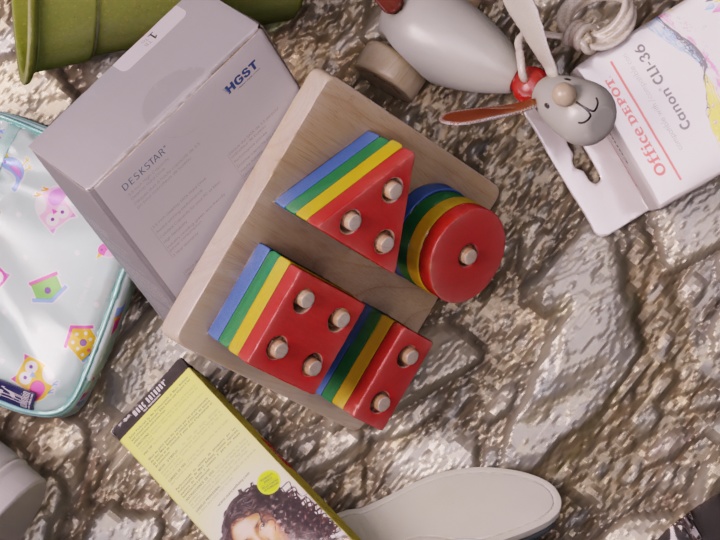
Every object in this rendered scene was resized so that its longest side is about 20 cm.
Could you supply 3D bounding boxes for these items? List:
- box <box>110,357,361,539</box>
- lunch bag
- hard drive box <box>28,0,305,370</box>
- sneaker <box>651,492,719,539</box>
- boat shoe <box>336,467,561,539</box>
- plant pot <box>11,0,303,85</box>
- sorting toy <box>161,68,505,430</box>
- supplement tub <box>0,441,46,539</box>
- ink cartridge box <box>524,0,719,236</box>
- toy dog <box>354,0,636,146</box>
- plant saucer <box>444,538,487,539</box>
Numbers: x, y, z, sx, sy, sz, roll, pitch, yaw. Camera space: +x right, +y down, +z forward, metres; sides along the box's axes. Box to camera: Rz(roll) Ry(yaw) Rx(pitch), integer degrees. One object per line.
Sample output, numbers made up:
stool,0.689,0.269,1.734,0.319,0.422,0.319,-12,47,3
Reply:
box,-0.078,0.153,1.635,0.075,0.050,0.200,-47,62,1
lunch bag,-0.236,-0.002,1.664,0.160,0.077,0.200,22,90,1
hard drive box,-0.097,-0.058,1.592,0.156,0.200,0.077,-44,46,-12
sneaker,0.211,0.250,1.669,0.200,0.075,0.106,-42,77,1
boat shoe,0.043,0.192,1.679,0.200,0.073,0.062,-15,133,-6
plant pot,-0.137,-0.227,1.624,0.190,0.200,0.201,-3,90,-12
sorting toy,0.000,0.000,1.602,0.070,0.200,0.199,31,91,43
supplement tub,-0.327,0.133,1.630,0.200,0.132,0.132,37,91,7
ink cartridge box,0.224,-0.118,1.661,0.200,0.067,0.117,-31,89,1
toy dog,0.076,-0.152,1.618,0.200,0.096,0.132,5,74,32
plant saucer,0.088,0.260,1.643,0.201,0.039,0.201,7,116,14
